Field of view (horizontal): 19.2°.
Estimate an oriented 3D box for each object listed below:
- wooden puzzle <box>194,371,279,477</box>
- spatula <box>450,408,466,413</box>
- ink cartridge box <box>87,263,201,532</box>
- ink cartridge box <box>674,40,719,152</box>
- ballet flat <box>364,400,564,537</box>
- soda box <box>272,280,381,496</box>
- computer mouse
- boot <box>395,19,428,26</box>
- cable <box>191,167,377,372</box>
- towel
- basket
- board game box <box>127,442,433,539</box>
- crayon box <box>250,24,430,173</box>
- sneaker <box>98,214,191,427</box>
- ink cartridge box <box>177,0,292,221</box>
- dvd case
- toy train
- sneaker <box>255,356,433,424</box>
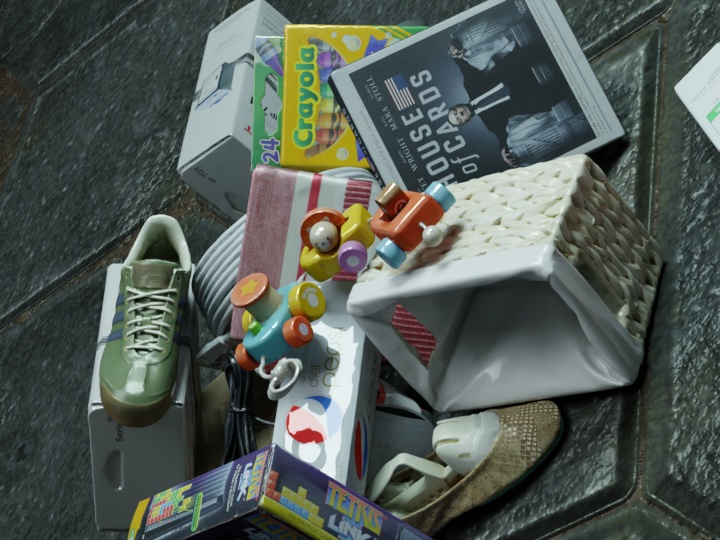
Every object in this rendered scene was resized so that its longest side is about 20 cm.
[{"bbox_3d":[-0.119,0.162,1.918,0.185,0.046,0.201,-43,25,21],"label":"wooden puzzle"},{"bbox_3d":[0.113,0.033,1.711,0.056,0.021,0.201,-23,39,37],"label":"spatula"},{"bbox_3d":[-0.186,0.110,1.864,0.201,0.083,0.146,-91,1,-54],"label":"ink cartridge box"},{"bbox_3d":[0.307,-0.116,1.537,0.109,0.050,0.200,-46,27,15],"label":"ink cartridge box"},{"bbox_3d":[0.063,0.152,1.605,0.200,0.065,0.071,-41,28,24],"label":"ballet flat"},{"bbox_3d":[-0.026,0.107,1.631,0.063,0.068,0.201,-1,54,11],"label":"soda box"},{"bbox_3d":[-0.030,0.130,1.697,0.199,0.044,0.111,7,88,29],"label":"computer mouse"},{"bbox_3d":[0.066,-0.179,1.999,0.164,0.066,0.200,-37,24,17],"label":"boot"},{"bbox_3d":[-0.051,-0.007,1.850,0.069,0.199,0.200,53,129,20],"label":"cable"},{"bbox_3d":[0.000,0.000,1.728,0.023,0.198,0.145,5,-86,-86],"label":"towel"},{"bbox_3d":[0.113,0.010,1.595,0.199,0.136,0.124,-11,41,42],"label":"basket"},{"bbox_3d":[-0.046,0.214,1.560,0.165,0.199,0.057,-27,40,41],"label":"board game box"},{"bbox_3d":[0.001,-0.148,1.865,0.052,0.198,0.127,46,-135,-83],"label":"crayon box"},{"bbox_3d":[-0.178,0.032,1.767,0.201,0.066,0.090,-83,-1,-53],"label":"sneaker"},{"bbox_3d":[-0.089,-0.144,2.103,0.086,0.146,0.201,-31,35,34],"label":"ink cartridge box"},{"bbox_3d":[0.093,-0.131,1.717,0.199,0.151,0.025,-26,-6,-13],"label":"dvd case"},{"bbox_3d":[-0.025,-0.003,1.586,0.200,0.056,0.150,-47,20,-5],"label":"toy train"},{"bbox_3d":[-0.023,0.100,1.757,0.067,0.108,0.201,-54,27,-1],"label":"sneaker"}]
